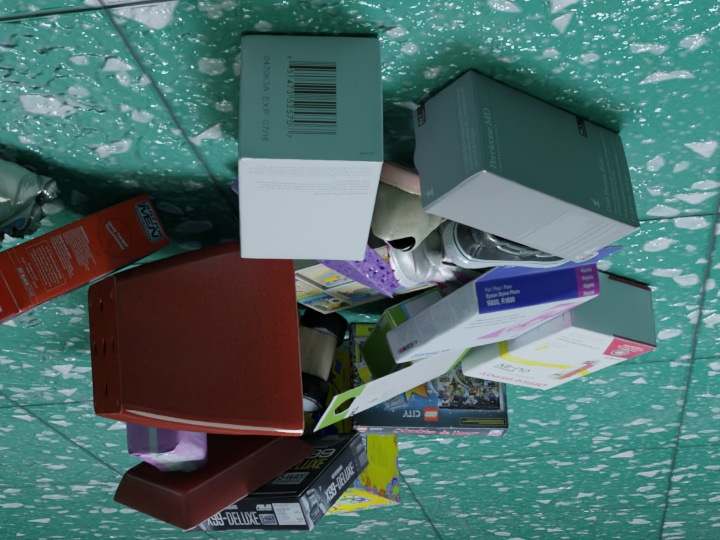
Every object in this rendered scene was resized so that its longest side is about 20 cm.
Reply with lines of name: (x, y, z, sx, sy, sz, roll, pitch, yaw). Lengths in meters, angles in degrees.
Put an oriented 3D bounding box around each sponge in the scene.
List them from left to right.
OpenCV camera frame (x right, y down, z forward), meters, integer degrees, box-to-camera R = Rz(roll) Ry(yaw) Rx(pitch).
sponge: (-0.040, -0.035, 1.349, 0.111, 0.030, 0.200, 26, 173, 30)

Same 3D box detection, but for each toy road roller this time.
toy road roller: (-0.110, 0.112, 1.668, 0.145, 0.123, 0.200, 19, 156, -6)

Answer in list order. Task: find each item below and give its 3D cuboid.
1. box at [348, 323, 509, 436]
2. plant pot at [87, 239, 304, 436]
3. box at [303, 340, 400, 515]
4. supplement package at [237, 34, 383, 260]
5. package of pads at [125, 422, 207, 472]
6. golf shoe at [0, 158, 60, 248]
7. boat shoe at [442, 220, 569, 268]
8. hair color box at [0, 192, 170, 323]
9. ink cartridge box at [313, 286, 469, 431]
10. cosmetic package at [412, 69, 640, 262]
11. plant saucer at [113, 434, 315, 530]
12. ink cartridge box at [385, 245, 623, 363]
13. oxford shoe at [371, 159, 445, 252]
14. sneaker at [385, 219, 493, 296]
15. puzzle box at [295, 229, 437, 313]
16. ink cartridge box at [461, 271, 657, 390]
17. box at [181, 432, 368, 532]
box: (0.086, 0.140, 1.713, 0.199, 0.137, 0.038, 2, 158, -7)
plant pot: (-0.177, 0.073, 1.367, 0.175, 0.201, 0.200, -1, 174, -23)
box: (-0.059, 0.222, 1.823, 0.192, 0.201, 0.122, -15, 154, 29)
supplement package: (-0.046, -0.099, 1.146, 0.117, 0.118, 0.200, 0, 157, -4)
package of pads: (-0.233, 0.134, 1.600, 0.075, 0.201, 0.121, -8, 161, 6)
golf shoe: (-0.378, -0.062, 1.311, 0.097, 0.079, 0.200, 35, 140, -24)
boat shoe: (0.174, -0.038, 1.302, 0.199, 0.073, 0.071, -13, 177, -37)
hair color box: (-0.291, -0.007, 1.302, 0.101, 0.062, 0.200, -22, -174, 42)
ink cartridge box: (0.029, 0.102, 1.594, 0.199, 0.076, 0.148, -22, 164, -21)
cosmetic package: (0.146, -0.089, 1.192, 0.199, 0.107, 0.090, 16, 147, -39)
plant saucer: (-0.188, 0.241, 1.673, 0.199, 0.037, 0.199, -27, -161, -32)
ink cartridge box: (0.160, 0.037, 1.444, 0.196, 0.044, 0.200, -8, 163, -40)
oxford shoe: (0.042, -0.056, 1.258, 0.070, 0.074, 0.200, 20, -178, 16)
sneaker: (0.095, -0.024, 1.397, 0.088, 0.082, 0.200, -17, 162, 31)
puzzle box: (0.000, 0.000, 1.513, 0.199, 0.026, 0.133, -16, 153, 32)
ink cartridge box: (0.235, 0.074, 1.627, 0.145, 0.084, 0.200, 13, 154, -33)
box: (-0.111, 0.263, 1.671, 0.199, 0.050, 0.158, -7, -161, 32)
